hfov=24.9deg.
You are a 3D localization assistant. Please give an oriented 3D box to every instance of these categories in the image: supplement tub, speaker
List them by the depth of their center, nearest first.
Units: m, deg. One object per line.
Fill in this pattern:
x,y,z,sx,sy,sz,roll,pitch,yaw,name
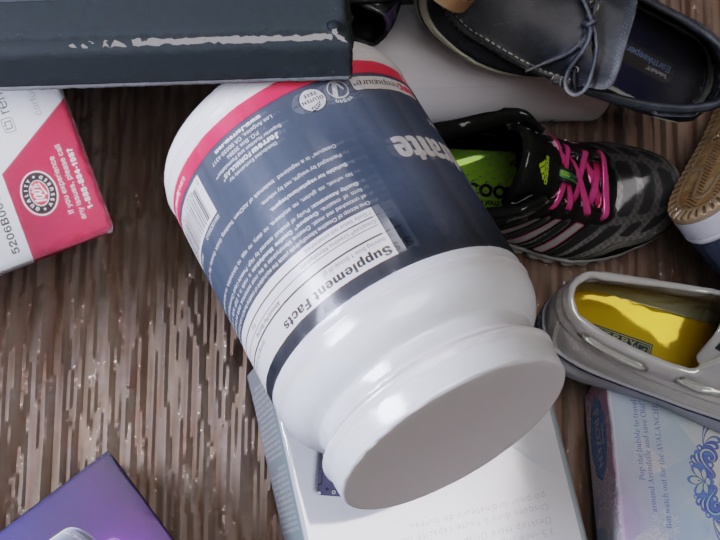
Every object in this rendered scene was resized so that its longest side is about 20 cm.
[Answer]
0.000,0.000,0.810,0.139,0.141,0.201,-23,64,-16,supplement tub
0.045,-0.124,0.954,0.198,0.081,0.082,-3,79,-12,speaker

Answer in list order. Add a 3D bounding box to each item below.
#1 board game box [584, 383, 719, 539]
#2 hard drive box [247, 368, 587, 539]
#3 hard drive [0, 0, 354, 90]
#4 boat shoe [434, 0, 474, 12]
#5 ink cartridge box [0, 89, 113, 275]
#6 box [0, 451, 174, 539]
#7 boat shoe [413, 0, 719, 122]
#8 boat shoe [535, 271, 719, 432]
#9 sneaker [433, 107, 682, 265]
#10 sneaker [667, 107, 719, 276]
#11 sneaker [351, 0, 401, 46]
0.232,0.160,0.921,0.197,0.043,0.202,7,57,-12,board game box
0.036,0.133,0.898,0.154,0.077,0.202,-12,81,-14,hard drive box
-0.104,-0.150,0.800,0.198,0.033,0.141,-2,53,-2,hard drive
0.029,-0.232,0.840,0.070,0.070,0.201,-10,65,-51,boat shoe
-0.248,-0.053,0.849,0.198,0.083,0.147,-22,99,-12,ink cartridge box
-0.129,0.218,0.845,0.141,0.079,0.201,-37,88,-14,box
0.122,-0.131,0.893,0.198,0.062,0.075,18,92,-22,boat shoe
0.202,0.039,0.906,0.200,0.086,0.075,17,66,-2,boat shoe
0.103,-0.050,0.946,0.198,0.087,0.075,4,77,-12,sneaker
0.262,-0.056,0.994,0.109,0.070,0.200,51,54,-19,sneaker
0.000,-0.162,0.885,0.200,0.076,0.088,-38,70,-25,sneaker
